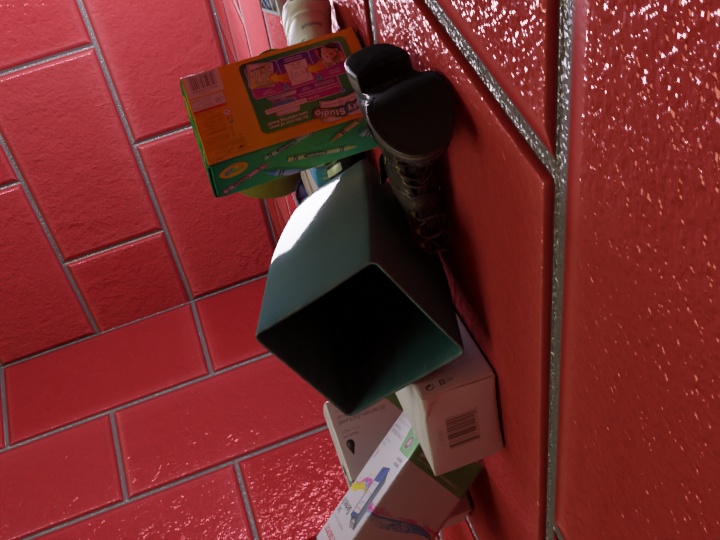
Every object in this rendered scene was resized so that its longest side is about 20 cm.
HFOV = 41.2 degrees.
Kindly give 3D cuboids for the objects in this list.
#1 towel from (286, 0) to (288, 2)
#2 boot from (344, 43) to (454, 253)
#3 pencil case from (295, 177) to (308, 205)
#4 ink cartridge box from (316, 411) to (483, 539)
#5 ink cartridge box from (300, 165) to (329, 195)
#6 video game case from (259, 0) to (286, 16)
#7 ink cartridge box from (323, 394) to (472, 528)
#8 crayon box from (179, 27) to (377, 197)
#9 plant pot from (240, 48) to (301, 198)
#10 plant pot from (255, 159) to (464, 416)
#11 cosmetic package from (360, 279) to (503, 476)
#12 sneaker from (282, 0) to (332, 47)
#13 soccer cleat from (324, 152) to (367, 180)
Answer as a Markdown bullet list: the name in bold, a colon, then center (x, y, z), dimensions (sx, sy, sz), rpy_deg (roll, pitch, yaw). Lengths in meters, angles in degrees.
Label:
- **towel**: center (-0.084, -0.365, 1.262), dimensions (0.144, 0.022, 0.203), rpy_deg (-122, 16, -59)
- **boot**: center (0.050, -0.087, 0.821), dimensions (0.201, 0.068, 0.176), rpy_deg (-112, 2, -55)
- **pencil case**: center (-0.065, -0.091, 1.546), dimensions (0.200, 0.076, 0.089), rpy_deg (95, -176, -73)
- **ink cartridge box**: center (0.042, 0.279, 1.139), dimensions (0.087, 0.202, 0.145), rpy_deg (35, 176, -7)
- **ink cartridge box**: center (-0.042, -0.131, 1.326), dimensions (0.201, 0.067, 0.118), rpy_deg (83, 166, -59)
- **video game case**: center (-0.155, -0.493, 1.491), dimensions (0.200, 0.023, 0.185), rpy_deg (-129, 23, -68)
- **ink cartridge box**: center (0.048, 0.256, 1.286), dimensions (0.085, 0.143, 0.203), rpy_deg (94, 156, -70)
- **crayon box**: center (-0.077, -0.166, 0.997), dimensions (0.059, 0.196, 0.120), rpy_deg (87, 163, -61)
- **plant pot**: center (-0.133, -0.234, 1.430), dimensions (0.200, 0.184, 0.190), rpy_deg (124, 127, -66)
- **plant pot**: center (0.000, 0.000, 0.933), dimensions (0.141, 0.140, 0.202), rpy_deg (43, -151, -31)
- **cosmetic package**: center (0.071, 0.095, 0.993), dimensions (0.201, 0.080, 0.114), rpy_deg (-115, 10, -50)
- **sneaker**: center (-0.059, -0.230, 1.151), dimensions (0.201, 0.073, 0.089), rpy_deg (82, 179, -59)
- **soccer cleat**: center (-0.009, -0.119, 1.173), dimensions (0.080, 0.067, 0.203), rpy_deg (26, 134, 34)
